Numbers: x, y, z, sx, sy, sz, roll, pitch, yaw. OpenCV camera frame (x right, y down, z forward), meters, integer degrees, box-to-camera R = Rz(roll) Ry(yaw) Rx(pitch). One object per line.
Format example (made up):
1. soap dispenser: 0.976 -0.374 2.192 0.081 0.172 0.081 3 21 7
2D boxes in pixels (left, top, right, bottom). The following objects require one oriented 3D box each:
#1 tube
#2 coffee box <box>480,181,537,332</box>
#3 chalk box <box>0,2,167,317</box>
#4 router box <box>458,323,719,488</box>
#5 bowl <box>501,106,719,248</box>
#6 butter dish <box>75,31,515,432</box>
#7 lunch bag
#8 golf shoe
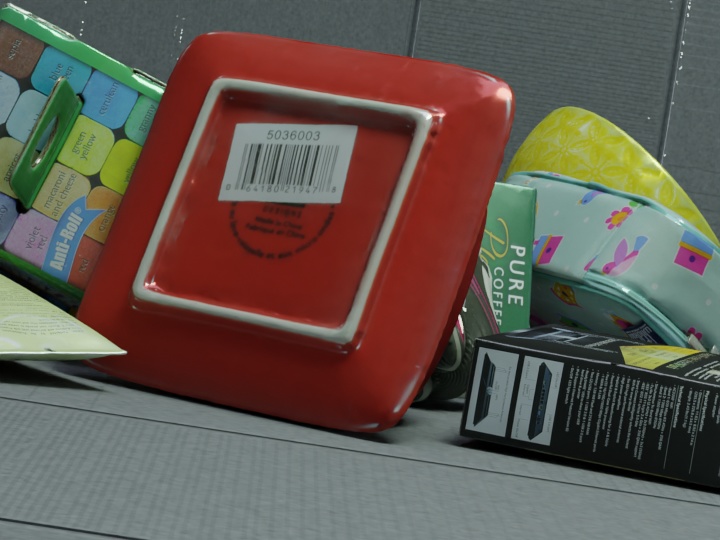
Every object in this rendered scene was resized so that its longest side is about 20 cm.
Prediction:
1. tube: -0.197 0.022 1.465 0.200 0.058 0.052 19 -33 57
2. coffee box: 0.000 0.000 1.655 0.199 0.123 0.044 7 -20 -12
3. chalk box: -0.169 -0.055 1.556 0.124 0.125 0.200 28 -10 -6
4. router box: 0.149 0.068 1.480 0.157 0.052 0.200 10 4 15
5. bowl: 0.151 0.000 1.938 0.108 0.200 0.200 -37 20 -16
6. butter dish: -0.015 -0.003 1.484 0.200 0.200 0.148 11 -19 27
7. lunch bag: 0.165 0.021 1.734 0.160 0.077 0.200 45 -14 -30
8. golf shoe: 0.021 -0.013 1.612 0.077 0.200 0.088 -37 -29 32
